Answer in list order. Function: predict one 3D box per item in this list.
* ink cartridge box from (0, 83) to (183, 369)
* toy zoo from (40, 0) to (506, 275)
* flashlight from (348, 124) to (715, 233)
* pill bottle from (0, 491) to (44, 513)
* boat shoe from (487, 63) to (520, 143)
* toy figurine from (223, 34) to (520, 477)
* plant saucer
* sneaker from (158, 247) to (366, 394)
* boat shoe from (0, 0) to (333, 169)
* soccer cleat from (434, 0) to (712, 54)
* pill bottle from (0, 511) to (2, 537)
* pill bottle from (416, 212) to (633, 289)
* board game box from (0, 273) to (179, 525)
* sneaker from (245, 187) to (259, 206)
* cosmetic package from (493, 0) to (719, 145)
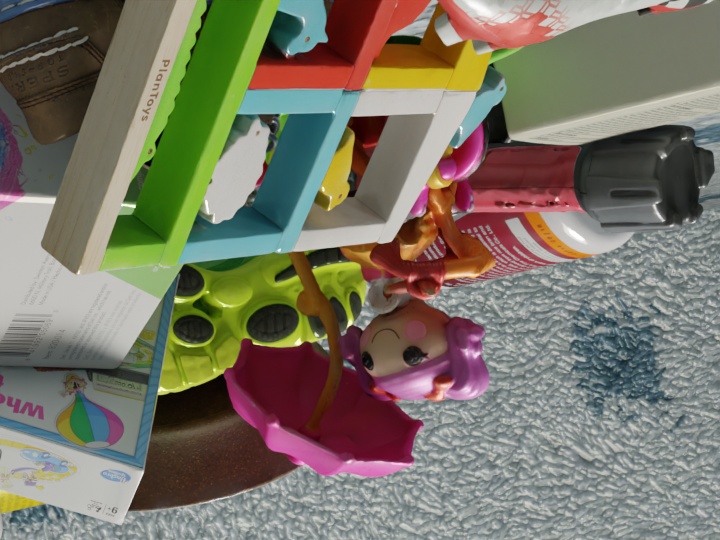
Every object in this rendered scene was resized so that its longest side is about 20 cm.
[{"bbox_3d":[-0.170,-0.022,0.686,0.199,0.067,0.117,4,144,-30],"label":"ink cartridge box"},{"bbox_3d":[-0.011,-0.065,0.624,0.020,0.132,0.200,36,-155,29],"label":"toy zoo"},{"bbox_3d":[0.070,-0.044,0.922,0.199,0.068,0.068,2,155,37],"label":"flashlight"},{"bbox_3d":[-0.223,0.087,1.069,0.199,0.115,0.114,-10,177,-19],"label":"pill bottle"},{"bbox_3d":[0.046,-0.077,1.017,0.056,0.069,0.200,-10,179,-24],"label":"boat shoe"},{"bbox_3d":[0.000,0.000,0.804,0.199,0.185,0.150,-8,-165,27],"label":"toy figurine"},{"bbox_3d":[-0.104,0.060,0.952,0.199,0.035,0.200,-3,-157,1],"label":"plant saucer"},{"bbox_3d":[-0.088,0.020,0.913,0.200,0.074,0.083,-7,-179,-41],"label":"sneaker"},{"bbox_3d":[-0.063,-0.071,0.652,0.072,0.073,0.200,-14,176,33],"label":"boat shoe"},{"bbox_3d":[0.084,-0.113,0.578,0.085,0.069,0.200,-24,173,35],"label":"soccer cleat"},{"bbox_3d":[-0.242,0.044,0.877,0.116,0.201,0.116,-10,175,-1],"label":"pill bottle"},{"bbox_3d":[0.080,-0.050,1.202,0.113,0.113,0.200,-8,175,-45],"label":"pill bottle"},{"bbox_3d":[-0.181,0.021,0.765,0.199,0.034,0.135,19,-146,-11],"label":"board game box"},{"bbox_3d":[-0.047,-0.034,1.013,0.073,0.116,0.200,-9,175,-6],"label":"sneaker"},{"bbox_3d":[0.164,-0.110,0.790,0.199,0.073,0.103,-13,177,24],"label":"cosmetic package"}]
